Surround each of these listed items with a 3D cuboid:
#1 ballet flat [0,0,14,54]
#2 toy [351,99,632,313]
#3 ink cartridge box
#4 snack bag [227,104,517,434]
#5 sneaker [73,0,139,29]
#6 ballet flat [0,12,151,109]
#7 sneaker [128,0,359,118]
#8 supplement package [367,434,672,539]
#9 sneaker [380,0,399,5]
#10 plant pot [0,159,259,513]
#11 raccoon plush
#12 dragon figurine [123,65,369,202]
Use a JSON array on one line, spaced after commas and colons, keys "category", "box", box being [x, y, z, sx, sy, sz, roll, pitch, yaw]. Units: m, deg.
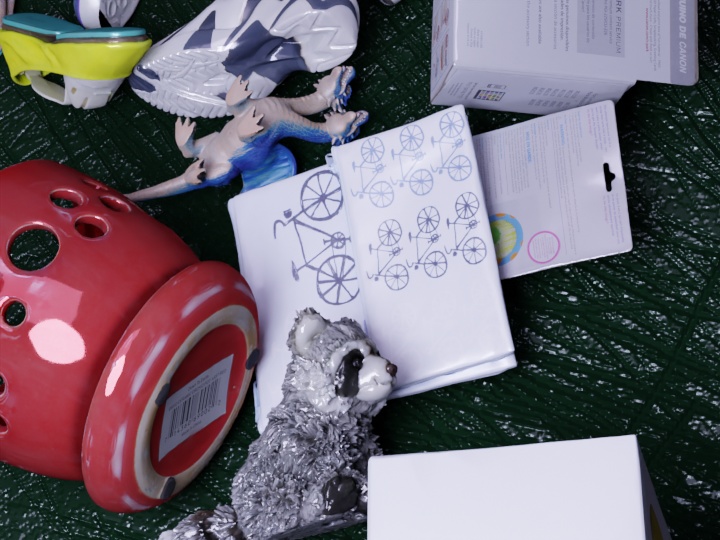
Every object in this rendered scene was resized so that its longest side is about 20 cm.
[{"category": "ballet flat", "box": [-0.318, -0.273, 1.378, 0.067, 0.067, 0.202, -11, 60, 14]}, {"category": "toy", "box": [0.091, -0.037, 1.133, 0.198, 0.047, 0.116, -12, 64, 17]}, {"category": "ink cartridge box", "box": [0.144, -0.216, 1.151, 0.174, 0.084, 0.202, 5, 76, -8]}, {"category": "snack bag", "box": [0.000, 0.000, 1.121, 0.198, 0.021, 0.190, -17, 70, 20]}, {"category": "sneaker", "box": [-0.251, -0.288, 1.347, 0.145, 0.081, 0.202, 4, 69, 14]}, {"category": "ballet flat", "box": [-0.221, -0.161, 1.264, 0.199, 0.066, 0.068, 16, 111, 50]}, {"category": "sneaker", "box": [-0.086, -0.202, 1.257, 0.198, 0.079, 0.130, -21, 44, 32]}, {"category": "supplement package", "box": [0.099, 0.203, 0.911, 0.149, 0.200, 0.153, -7, 62, 14]}, {"category": "sneaker", "box": [0.031, -0.308, 1.219, 0.115, 0.201, 0.076, -29, 43, -10]}, {"category": "plant pot", "box": [-0.178, 0.047, 1.087, 0.181, 0.201, 0.201, 23, 72, 22]}, {"category": "raccoon plush", "box": [-0.063, 0.108, 1.056, 0.198, 0.097, 0.135, -17, 76, 9]}, {"category": "dragon figurine", "box": [-0.085, -0.085, 1.207, 0.200, 0.099, 0.059, -38, 58, 18]}]
